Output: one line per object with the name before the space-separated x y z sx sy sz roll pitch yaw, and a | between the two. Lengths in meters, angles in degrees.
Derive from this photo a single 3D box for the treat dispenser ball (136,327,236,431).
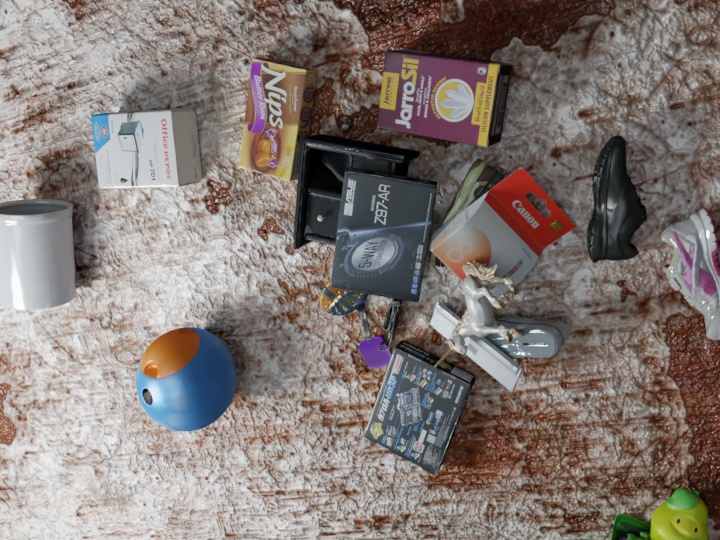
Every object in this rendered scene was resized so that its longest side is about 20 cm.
treat dispenser ball | -0.345 0.216 1.571 0.196 0.200 0.206 5 104 21

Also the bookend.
bookend | -0.011 -0.126 1.414 0.194 0.092 0.205 13 107 19

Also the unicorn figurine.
unicorn figurine | 0.201 0.076 1.323 0.136 0.073 0.205 15 109 45

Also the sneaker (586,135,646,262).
sneaker | 0.412 -0.112 1.259 0.088 0.076 0.205 4 110 12

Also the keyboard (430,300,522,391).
keyboard | 0.200 0.132 1.391 0.199 0.011 0.057 40 138 30

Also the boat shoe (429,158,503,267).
boat shoe | 0.181 -0.088 1.352 0.065 0.072 0.204 28 112 13

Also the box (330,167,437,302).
box | 0.039 -0.060 1.336 0.156 0.044 0.205 10 106 4

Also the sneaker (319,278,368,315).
sneaker | 0.000 0.000 1.445 0.075 0.089 0.200 38 119 -9

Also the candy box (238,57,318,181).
candy box | -0.153 -0.279 1.460 0.114 0.056 0.205 17 109 19

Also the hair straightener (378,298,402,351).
hair straightener | 0.056 0.055 1.433 0.040 0.077 0.205 14 107 6

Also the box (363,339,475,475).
box | 0.108 0.257 1.474 0.156 0.046 0.204 24 110 16

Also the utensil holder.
utensil holder | -0.693 -0.036 1.681 0.166 0.170 0.205 7 106 21

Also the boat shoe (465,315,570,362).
boat shoe | 0.270 0.117 1.365 0.197 0.066 0.075 3 110 44

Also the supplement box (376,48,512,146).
supplement box | 0.139 -0.289 1.309 0.196 0.103 0.134 12 108 20

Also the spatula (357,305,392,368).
spatula | 0.004 0.091 1.494 0.055 0.021 0.204 -20 92 19

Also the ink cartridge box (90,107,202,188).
ink cartridge box | -0.424 -0.241 1.567 0.196 0.086 0.150 1 102 24

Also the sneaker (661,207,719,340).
sneaker | 0.522 0.010 1.232 0.087 0.081 0.205 -13 89 26

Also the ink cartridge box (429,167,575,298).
ink cartridge box | 0.238 -0.051 1.311 0.199 0.051 0.162 -36 119 27

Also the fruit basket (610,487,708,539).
fruit basket | 0.516 0.472 1.307 0.211 0.156 0.220 14 124 21
